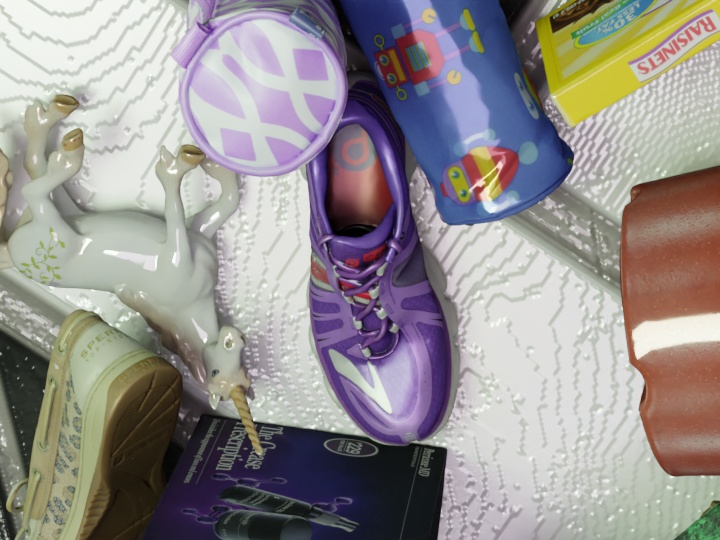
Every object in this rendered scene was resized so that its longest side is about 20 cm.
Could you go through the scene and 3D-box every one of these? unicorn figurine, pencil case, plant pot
[{"bbox_3d":[-0.116,-0.010,1.436,0.199,0.074,0.138,19,117,15],"label":"unicorn figurine"},{"bbox_3d":[-0.051,-0.104,1.332,0.085,0.200,0.084,28,101,-8],"label":"pencil case"},{"bbox_3d":[0.237,0.018,1.348,0.194,0.201,0.202,-7,105,17],"label":"plant pot"},{"bbox_3d":[0.040,-0.119,1.378,0.078,0.087,0.201,-19,102,30],"label":"pencil case"}]

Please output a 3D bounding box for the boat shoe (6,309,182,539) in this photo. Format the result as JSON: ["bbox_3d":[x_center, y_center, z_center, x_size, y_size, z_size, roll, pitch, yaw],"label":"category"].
[{"bbox_3d":[-0.144,0.104,1.451,0.063,0.073,0.201,42,134,24],"label":"boat shoe"}]

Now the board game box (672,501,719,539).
[{"bbox_3d":[0.147,0.208,1.359,0.200,0.023,0.105,-41,61,9],"label":"board game box"}]

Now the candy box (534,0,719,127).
[{"bbox_3d":[0.178,-0.148,1.343,0.199,0.102,0.026,-31,115,13],"label":"candy box"}]

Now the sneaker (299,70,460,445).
[{"bbox_3d":[0.000,0.000,1.413,0.080,0.083,0.201,-10,105,9],"label":"sneaker"}]

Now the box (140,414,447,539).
[{"bbox_3d":[-0.033,0.147,1.396,0.140,0.200,0.079,10,106,2],"label":"box"}]

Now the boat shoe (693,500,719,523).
[{"bbox_3d":[0.274,0.135,1.431,0.199,0.073,0.064,8,93,6],"label":"boat shoe"}]
